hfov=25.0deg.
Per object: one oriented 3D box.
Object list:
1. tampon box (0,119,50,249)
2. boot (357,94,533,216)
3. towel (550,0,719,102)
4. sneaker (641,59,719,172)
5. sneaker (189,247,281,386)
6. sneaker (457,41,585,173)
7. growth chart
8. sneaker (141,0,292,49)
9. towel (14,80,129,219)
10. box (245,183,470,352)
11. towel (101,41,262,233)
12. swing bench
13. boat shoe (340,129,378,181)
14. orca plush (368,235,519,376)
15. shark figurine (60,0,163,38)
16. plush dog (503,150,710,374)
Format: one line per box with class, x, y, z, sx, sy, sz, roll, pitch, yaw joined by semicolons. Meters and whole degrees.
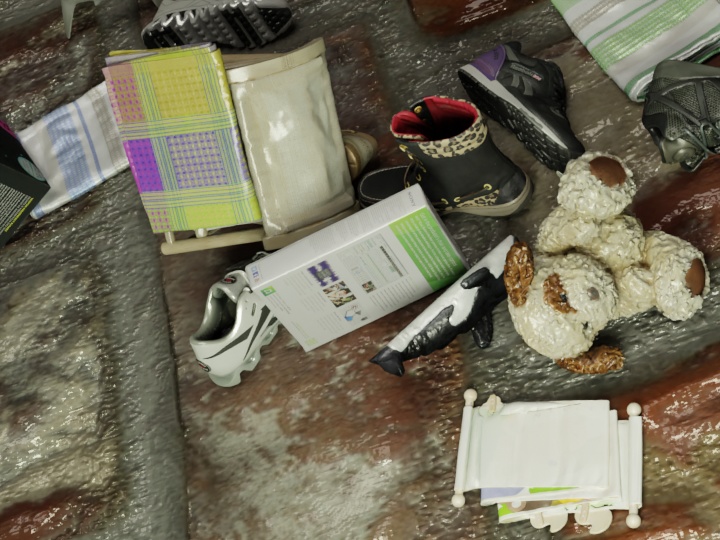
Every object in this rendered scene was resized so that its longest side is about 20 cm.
tampon box;-0.504;-0.129;1.948;0.126;0.200;0.150;-49;51;11
boot;0.068;-0.116;1.714;0.200;0.151;0.073;3;62;28
towel;0.310;-0.286;1.785;0.149;0.031;0.200;-33;52;2
sneaker;0.373;-0.148;1.641;0.199;0.076;0.114;11;67;34
sneaker;-0.115;0.022;1.755;0.074;0.089;0.200;16;66;34
sneaker;0.193;-0.187;1.752;0.088;0.076;0.200;-36;51;-7
growth chart;0.179;0.183;1.558;0.200;0.018;0.145;1;61;26
sneaker;-0.176;-0.320;2.014;0.200;0.075;0.081;-4;50;23
towel;-0.344;-0.162;2.020;0.200;0.024;0.147;-29;53;6
box;0.000;0.000;1.678;0.200;0.144;0.036;-24;54;9
towel;-0.185;-0.139;1.695;0.143;0.200;0.023;-5;20;27
swing bench;-0.125;-0.132;1.754;0.200;0.199;0.130;-2;20;32
boat shoe;-0.072;-0.126;1.849;0.200;0.071;0.065;2;26;32
orca plush;0.106;0.052;1.640;0.071;0.105;0.200;49;58;1
shark figurine;-0.292;-0.362;2.094;0.214;0.090;0.128;-27;18;-2
plush dog;0.211;0.005;1.580;0.172;0.200;0.160;-49;19;-22
